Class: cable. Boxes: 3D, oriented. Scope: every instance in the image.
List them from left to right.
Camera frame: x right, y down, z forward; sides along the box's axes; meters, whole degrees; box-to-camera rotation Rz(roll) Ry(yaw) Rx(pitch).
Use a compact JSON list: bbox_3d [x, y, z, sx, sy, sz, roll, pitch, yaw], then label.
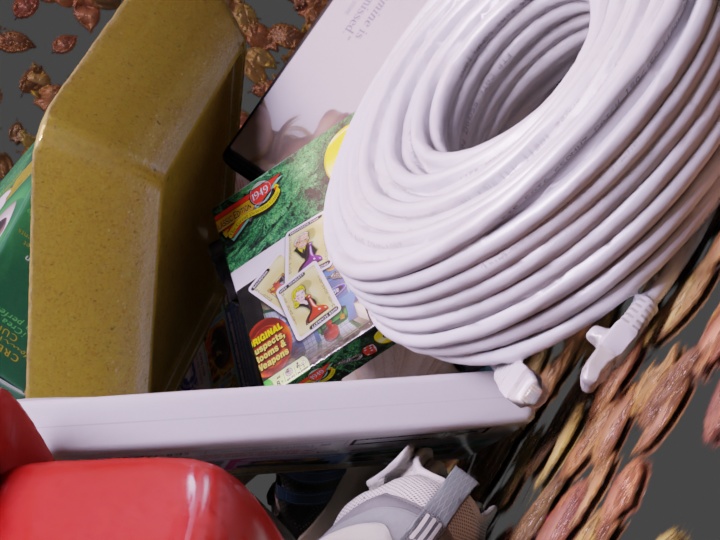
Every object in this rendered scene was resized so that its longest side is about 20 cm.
[{"bbox_3d":[0.068,-0.057,0.941,0.200,0.069,0.200,-54,26,-8],"label":"cable"}]

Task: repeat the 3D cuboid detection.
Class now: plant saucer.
[{"bbox_3d":[-0.094,-0.017,1.141,0.200,0.048,0.201,-66,-15,-57],"label":"plant saucer"}]

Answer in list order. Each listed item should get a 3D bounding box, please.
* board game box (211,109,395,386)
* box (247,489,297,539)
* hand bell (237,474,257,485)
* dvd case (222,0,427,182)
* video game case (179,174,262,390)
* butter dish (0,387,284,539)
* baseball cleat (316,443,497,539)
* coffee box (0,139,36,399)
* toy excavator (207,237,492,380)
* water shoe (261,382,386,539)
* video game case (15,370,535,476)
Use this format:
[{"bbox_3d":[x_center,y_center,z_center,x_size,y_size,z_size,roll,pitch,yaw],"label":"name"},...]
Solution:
[{"bbox_3d":[0.032,-0.036,1.056,0.200,0.023,0.105,-34,48,17],"label":"board game box"},{"bbox_3d":[-0.113,0.192,1.107,0.124,0.098,0.200,6,54,47],"label":"box"},{"bbox_3d":[-0.053,0.080,1.474,0.200,0.104,0.104,-28,-23,-51],"label":"hand bell"},{"bbox_3d":[0.041,-0.064,1.091,0.200,0.018,0.143,34,88,42],"label":"dvd case"},{"bbox_3d":[-0.078,0.024,1.333,0.200,0.018,0.144,-40,-52,-47],"label":"video game case"},{"bbox_3d":[-0.053,0.149,0.831,0.147,0.200,0.200,-16,26,16],"label":"butter dish"},{"bbox_3d":[-0.001,0.128,0.977,0.106,0.070,0.200,-45,1,-30],"label":"baseball cleat"},{"bbox_3d":[-0.166,0.012,1.188,0.123,0.044,0.200,-44,17,38],"label":"coffee box"},{"bbox_3d":[0.000,0.000,1.222,0.100,0.195,0.200,-30,-18,4],"label":"toy excavator"},{"bbox_3d":[-0.020,0.080,1.356,0.200,0.079,0.072,-56,4,40],"label":"water shoe"},{"bbox_3d":[-0.044,0.064,1.005,0.182,0.199,0.024,124,142,-80],"label":"video game case"}]
